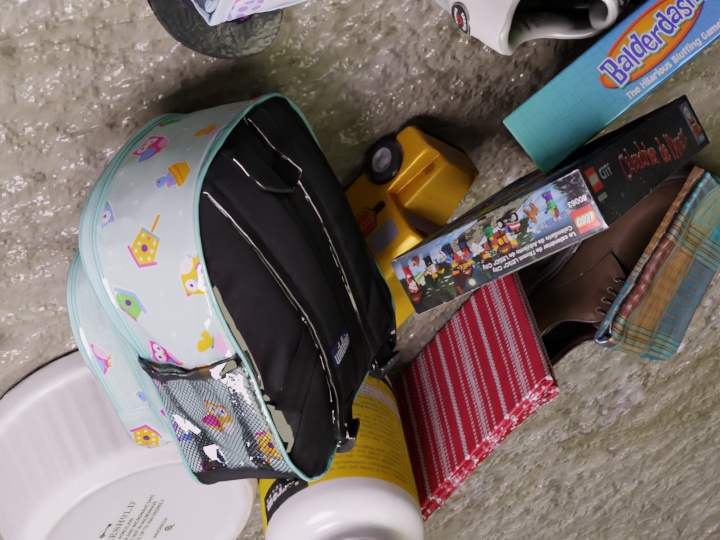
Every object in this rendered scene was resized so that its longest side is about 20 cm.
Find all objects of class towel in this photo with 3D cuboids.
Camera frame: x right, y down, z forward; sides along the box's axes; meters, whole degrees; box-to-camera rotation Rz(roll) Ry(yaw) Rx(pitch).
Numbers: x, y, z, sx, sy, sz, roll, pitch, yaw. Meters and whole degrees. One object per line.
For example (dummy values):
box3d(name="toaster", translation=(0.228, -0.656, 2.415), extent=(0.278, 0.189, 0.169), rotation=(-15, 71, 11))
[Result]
box3d(name="towel", translation=(0.066, 0.103, 1.121), extent=(0.022, 0.145, 0.200), rotation=(27, 118, -27))
box3d(name="towel", translation=(0.238, 0.000, 1.128), extent=(0.147, 0.022, 0.200), rotation=(-61, 158, 7))

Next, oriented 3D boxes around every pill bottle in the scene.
box3d(name="pill bottle", translation=(-0.015, 0.159, 1.065), extent=(0.111, 0.200, 0.112), rotation=(-6, 130, -7))

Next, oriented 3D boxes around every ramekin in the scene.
box3d(name="ramekin", translation=(-0.163, 0.148, 1.057), extent=(0.202, 0.094, 0.203), rotation=(-19, 142, -15))

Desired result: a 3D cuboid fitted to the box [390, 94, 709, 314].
box3d(name="box", translation=(0.121, -0.043, 0.932), extent=(0.136, 0.038, 0.200), rotation=(-26, -176, 34))

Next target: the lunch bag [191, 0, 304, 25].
box3d(name="lunch bag", translation=(0.001, -0.219, 0.707), extent=(0.169, 0.127, 0.201), rotation=(-16, 133, -26))

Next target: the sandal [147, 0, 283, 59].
box3d(name="sandal", translation=(-0.083, -0.176, 0.782), extent=(0.075, 0.048, 0.201), rotation=(-25, 141, -7))

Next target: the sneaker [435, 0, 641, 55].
box3d(name="sneaker", translation=(0.148, -0.182, 0.899), extent=(0.199, 0.089, 0.074), rotation=(-27, 141, -6))

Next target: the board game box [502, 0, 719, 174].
box3d(name="board game box", translation=(0.186, -0.145, 0.923), extent=(0.200, 0.045, 0.152), rotation=(-40, 180, 17))

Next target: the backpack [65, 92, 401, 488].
box3d(name="backpack", translation=(-0.079, 0.003, 0.880), extent=(0.153, 0.176, 0.201), rotation=(1, 126, 27))

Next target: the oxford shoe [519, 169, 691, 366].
box3d(name="oxford shoe", translation=(0.188, 0.007, 1.142), extent=(0.200, 0.085, 0.073), rotation=(-45, 139, 16))

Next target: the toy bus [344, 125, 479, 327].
box3d(name="toy bus", translation=(0.000, 0.000, 1.011), extent=(0.200, 0.078, 0.065), rotation=(-46, 140, 20))
